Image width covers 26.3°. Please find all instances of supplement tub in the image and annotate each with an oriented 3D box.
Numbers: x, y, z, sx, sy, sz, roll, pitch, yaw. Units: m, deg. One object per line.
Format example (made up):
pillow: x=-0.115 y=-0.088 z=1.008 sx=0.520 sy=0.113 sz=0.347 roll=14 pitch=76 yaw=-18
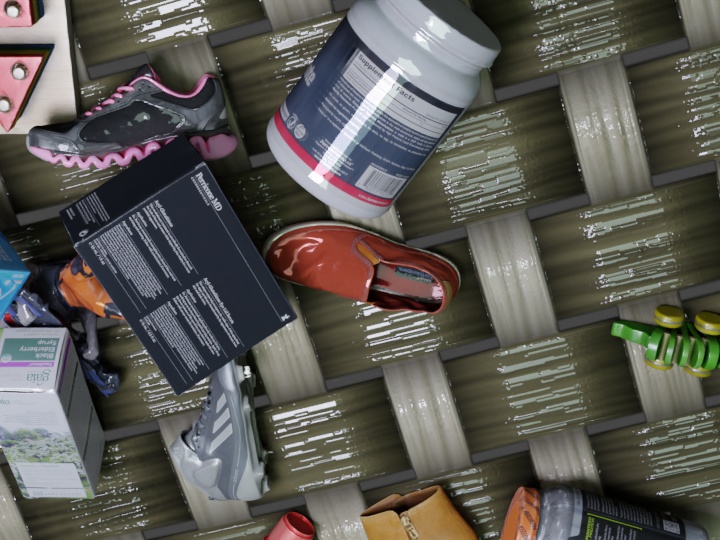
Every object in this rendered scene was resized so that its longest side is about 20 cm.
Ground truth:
supplement tub: x=0.020 y=-0.161 z=1.404 sx=0.140 sy=0.140 sz=0.200 roll=35 pitch=111 yaw=-10
supplement tub: x=0.248 y=0.295 z=1.584 sx=0.199 sy=0.123 sz=0.123 roll=17 pitch=113 yaw=-2

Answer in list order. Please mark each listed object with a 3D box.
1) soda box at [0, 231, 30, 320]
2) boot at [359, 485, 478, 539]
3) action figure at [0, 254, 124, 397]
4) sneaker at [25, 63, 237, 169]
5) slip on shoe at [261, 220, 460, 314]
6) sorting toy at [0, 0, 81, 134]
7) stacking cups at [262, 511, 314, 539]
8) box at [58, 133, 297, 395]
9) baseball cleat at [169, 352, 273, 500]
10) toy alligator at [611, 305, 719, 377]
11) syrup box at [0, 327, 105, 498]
soda box: x=-0.401 y=-0.043 z=1.467 sx=0.200 sy=0.068 sz=0.064 roll=49 pitch=114 yaw=28
boot: x=0.034 y=0.322 z=1.649 sx=0.201 sy=0.071 sz=0.144 roll=-32 pitch=101 yaw=13
action figure: x=-0.274 y=0.034 z=1.553 sx=0.193 sy=0.105 sz=0.200 roll=-13 pitch=138 yaw=17
sneaker: x=-0.219 y=-0.148 z=1.463 sx=0.199 sy=0.079 sz=0.096 roll=-5 pitch=105 yaw=-10
slip on shoe: x=0.000 y=0.000 z=1.515 sx=0.199 sy=0.061 sz=0.074 roll=13 pitch=115 yaw=1
sorting toy: x=-0.377 y=-0.218 z=1.450 sx=0.199 sy=0.070 sz=0.200 roll=0 pitch=113 yaw=4
stacking cups: x=-0.114 y=0.349 z=1.675 sx=0.060 sy=0.061 sz=0.200 roll=34 pitch=108 yaw=-10
box: x=-0.169 y=-0.004 z=1.448 sx=0.141 sy=0.079 sz=0.200 roll=-31 pitch=125 yaw=-4
baseball cleat: x=-0.152 y=0.155 z=1.587 sx=0.106 sy=0.070 sz=0.201 roll=-6 pitch=111 yaw=7
toy alligator: x=0.349 y=0.080 z=1.523 sx=0.199 sy=0.054 sz=0.060 roll=10 pitch=113 yaw=1
syrup box: x=-0.317 y=0.145 z=1.547 sx=0.078 sy=0.082 sz=0.200 roll=0 pitch=140 yaw=4
